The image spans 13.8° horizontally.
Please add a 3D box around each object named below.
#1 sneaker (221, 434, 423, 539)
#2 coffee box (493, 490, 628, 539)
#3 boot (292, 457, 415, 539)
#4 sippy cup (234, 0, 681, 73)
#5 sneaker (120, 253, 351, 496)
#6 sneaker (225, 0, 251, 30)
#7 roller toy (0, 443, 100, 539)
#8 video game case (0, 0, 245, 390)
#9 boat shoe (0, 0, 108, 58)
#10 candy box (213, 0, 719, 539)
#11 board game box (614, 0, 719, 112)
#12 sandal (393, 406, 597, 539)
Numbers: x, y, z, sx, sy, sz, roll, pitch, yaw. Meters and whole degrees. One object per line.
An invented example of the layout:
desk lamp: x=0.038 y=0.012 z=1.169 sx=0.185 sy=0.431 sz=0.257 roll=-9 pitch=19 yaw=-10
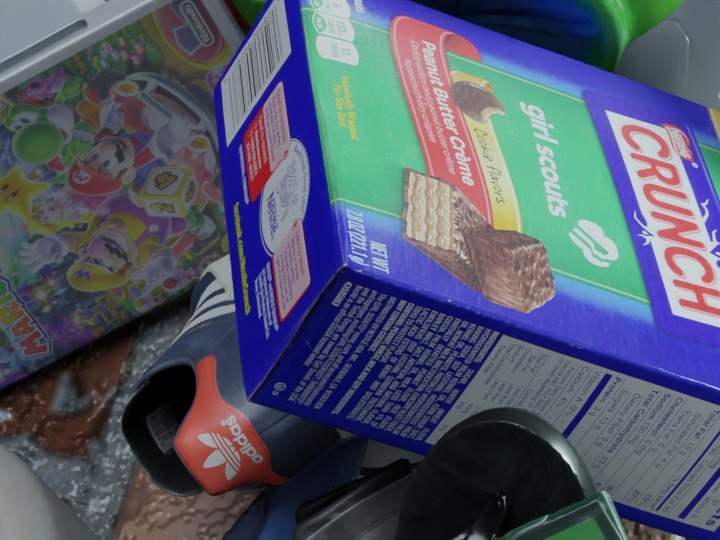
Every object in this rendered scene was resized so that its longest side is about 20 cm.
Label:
sneaker: x=0.028 y=0.081 z=1.197 sx=0.200 sy=0.074 sz=0.082 roll=-36 pitch=92 yaw=12
coffee box: x=0.057 y=0.167 z=1.016 sx=0.123 sy=0.200 sz=0.044 roll=-24 pitch=48 yaw=-2
boot: x=0.045 y=0.126 z=1.141 sx=0.200 sy=0.070 sz=0.132 roll=-30 pitch=86 yaw=-7
sippy cup: x=0.041 y=-0.147 z=1.181 sx=0.177 sy=0.140 sz=0.131 roll=16 pitch=60 yaw=-16
sneaker: x=-0.058 y=0.047 z=1.188 sx=0.084 sy=0.200 sz=0.075 roll=-35 pitch=97 yaw=-7
sneaker: x=0.025 y=-0.159 z=1.361 sx=0.199 sy=0.078 sz=0.116 roll=10 pitch=53 yaw=6
roller toy: x=-0.170 y=0.166 z=1.160 sx=0.182 sy=0.140 sz=0.200 roll=-37 pitch=49 yaw=-1
video game case: x=-0.125 y=-0.031 z=1.257 sx=0.199 sy=0.143 sz=0.018 roll=-28 pitch=40 yaw=4
boat shoe: x=-0.112 y=-0.099 z=1.353 sx=0.200 sy=0.068 sz=0.072 roll=43 pitch=113 yaw=52
candy box: x=0.054 y=-0.007 z=1.088 sx=0.199 sy=0.077 sz=0.169 roll=19 pitch=38 yaw=-25
board game box: x=0.120 y=-0.073 z=1.220 sx=0.200 sy=0.026 sz=0.200 roll=-53 pitch=53 yaw=34
sandal: x=0.028 y=0.135 z=1.043 sx=0.075 sy=0.201 sz=0.048 roll=30 pitch=34 yaw=8
